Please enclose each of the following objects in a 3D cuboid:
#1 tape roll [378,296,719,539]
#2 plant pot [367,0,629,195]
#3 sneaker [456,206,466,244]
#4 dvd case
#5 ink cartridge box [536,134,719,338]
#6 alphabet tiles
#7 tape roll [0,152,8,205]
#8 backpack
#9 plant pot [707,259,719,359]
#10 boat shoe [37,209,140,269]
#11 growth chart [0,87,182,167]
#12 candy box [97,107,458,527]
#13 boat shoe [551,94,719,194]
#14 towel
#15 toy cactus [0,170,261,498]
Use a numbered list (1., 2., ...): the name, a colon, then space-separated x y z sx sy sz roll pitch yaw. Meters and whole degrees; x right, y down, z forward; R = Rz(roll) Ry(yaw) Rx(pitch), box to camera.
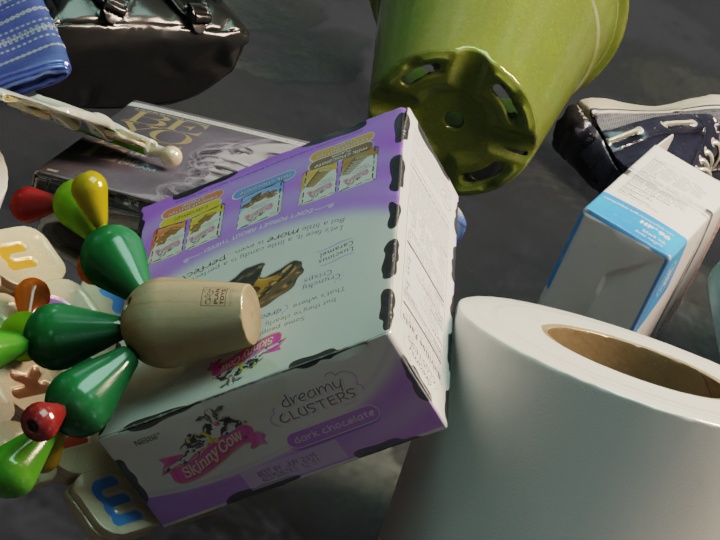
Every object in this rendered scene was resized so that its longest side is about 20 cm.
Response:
1. tape roll: 0.124 0.111 1.361 0.202 0.140 0.203 17 10 -3
2. plant pot: 0.084 -0.154 1.869 0.200 0.200 0.190 22 38 -3
3. sneaker: 0.000 0.000 1.616 0.200 0.079 0.089 -20 56 -44
4. dvd case: -0.097 -0.062 1.564 0.148 0.016 0.200 14 18 8
5. ink cartridge box: 0.185 -0.007 1.720 0.068 0.116 0.200 30 27 12
6. alphabet tiles: -0.157 0.058 1.371 0.195 0.015 0.200 -13 59 -51
7. tape roll: -0.303 -0.051 1.447 0.202 0.071 0.203 19 26 -10
8. backpack: -0.190 -0.197 1.763 0.163 0.154 0.200 -3 55 -33
9. plant pot: 0.303 0.036 1.694 0.134 0.201 0.200 -12 24 11
10. boat shoe: -0.095 0.006 1.519 0.202 0.075 0.065 29 32 19
11. growth chart: -0.214 -0.102 1.484 0.144 0.018 0.200 19 2 37
12. candy box: -0.039 0.022 1.357 0.072 0.167 0.200 58 22 -32
13. boat shoe: 0.247 -0.081 1.981 0.199 0.075 0.093 -3 42 -30
14. towel: -0.274 -0.160 1.639 0.144 0.024 0.200 -20 44 -8
15. toy cactus: -0.134 0.021 1.292 0.164 0.102 0.200 -6 37 16
